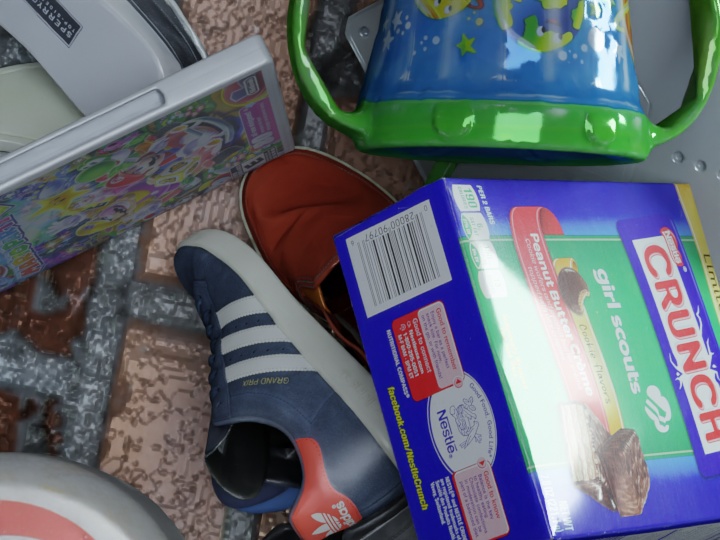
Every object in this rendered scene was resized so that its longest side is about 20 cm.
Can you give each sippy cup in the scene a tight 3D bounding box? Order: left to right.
[{"bbox_3d":[0.066,-0.117,1.371,0.177,0.139,0.131,3,88,-44],"label":"sippy cup"}]

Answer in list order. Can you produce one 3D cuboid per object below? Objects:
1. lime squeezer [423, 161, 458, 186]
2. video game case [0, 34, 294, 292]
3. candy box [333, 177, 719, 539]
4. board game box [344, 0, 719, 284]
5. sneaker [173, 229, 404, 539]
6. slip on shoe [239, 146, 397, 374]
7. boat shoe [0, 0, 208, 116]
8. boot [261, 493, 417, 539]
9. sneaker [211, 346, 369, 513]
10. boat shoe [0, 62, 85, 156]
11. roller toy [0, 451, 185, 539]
[{"bbox_3d":[0.030,-0.098,1.468,0.038,0.070,0.201,-36,122,-34],"label":"lime squeezer"},{"bbox_3d":[-0.128,-0.041,1.423,0.199,0.143,0.018,-26,76,-4],"label":"video game case"},{"bbox_3d":[0.095,0.049,1.367,0.200,0.077,0.170,0,70,-53],"label":"candy box"},{"bbox_3d":[0.116,-0.077,1.467,0.200,0.026,0.200,-25,98,35],"label":"board game box"},{"bbox_3d":[-0.052,0.056,1.429,0.084,0.200,0.075,-39,135,-8],"label":"sneaker"},{"bbox_3d":[0.000,0.000,1.447,0.074,0.061,0.200,-37,50,-1],"label":"slip on shoe"},{"bbox_3d":[-0.142,-0.148,1.473,0.200,0.068,0.072,48,118,16],"label":"boat shoe"},{"bbox_3d":[0.051,0.140,1.467,0.200,0.070,0.132,-34,123,-11],"label":"boot"},{"bbox_3d":[0.021,0.075,1.485,0.199,0.074,0.082,-27,129,7],"label":"sneaker"},{"bbox_3d":[-0.183,-0.054,1.476,0.199,0.073,0.062,-9,133,-17],"label":"boat shoe"},{"bbox_3d":[-0.160,0.181,1.419,0.182,0.140,0.200,-36,86,-2],"label":"roller toy"}]
